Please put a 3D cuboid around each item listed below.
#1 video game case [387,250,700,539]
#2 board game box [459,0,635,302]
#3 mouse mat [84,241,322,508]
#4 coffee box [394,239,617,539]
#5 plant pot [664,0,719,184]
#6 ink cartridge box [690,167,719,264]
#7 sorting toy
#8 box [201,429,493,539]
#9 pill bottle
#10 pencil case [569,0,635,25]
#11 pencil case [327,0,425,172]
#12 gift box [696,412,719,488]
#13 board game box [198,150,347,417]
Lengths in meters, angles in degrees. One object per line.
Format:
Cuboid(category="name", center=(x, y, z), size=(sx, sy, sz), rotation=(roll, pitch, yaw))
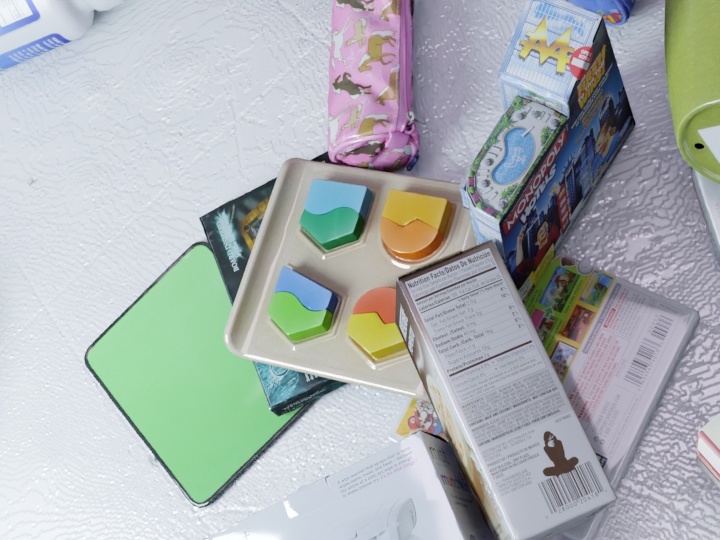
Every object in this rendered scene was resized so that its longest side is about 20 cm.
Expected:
Cuboid(category="video game case", center=(0.143, 0.086, 0.944), size=(0.181, 0.023, 0.201), rotation=(25, 81, 25))
Cuboid(category="board game box", center=(0.136, -0.102, 0.899), size=(0.061, 0.200, 0.200), rotation=(26, 71, 24))
Cuboid(category="mouse mat", center=(-0.141, 0.087, 1.049), size=(0.161, 0.008, 0.200), rotation=(-44, 62, 0))
Cuboid(category="coffee box", center=(0.099, 0.095, 0.859), size=(0.079, 0.114, 0.201), rotation=(-22, 72, -7))
Cuboid(category="plant pot", center=(0.299, -0.163, 0.860), size=(0.186, 0.188, 0.201), rotation=(10, 57, 22))
Cuboid(category="ink cartridge box", center=(0.360, -0.011, 0.904), size=(0.161, 0.050, 0.201), rotation=(-17, 84, 12))
Cuboid(category="sorting toy", center=(0.000, 0.000, 0.983), size=(0.199, 0.036, 0.186), rotation=(12, 73, 19))
Cuboid(category="box", center=(0.004, 0.243, 0.881), size=(0.199, 0.097, 0.177), rotation=(-29, 66, 12))
Cuboid(category="pill bottle", center=(-0.338, -0.271, 1.189), size=(0.199, 0.112, 0.113), rotation=(-20, 66, 10))
Cuboid(category="pencil case", center=(0.231, -0.311, 1.025), size=(0.087, 0.078, 0.201), rotation=(17, 76, 49))
Cuboid(category="pencil case", center=(0.014, -0.187, 1.054), size=(0.086, 0.083, 0.201), rotation=(-1, 69, 4))
Cuboid(category="gift box", center=(0.332, 0.142, 0.766), size=(0.187, 0.185, 0.200), rotation=(-40, 64, 3))
Cuboid(category="board game box", center=(-0.049, 0.009, 1.030), size=(0.135, 0.028, 0.201), rotation=(-25, 64, 5))
